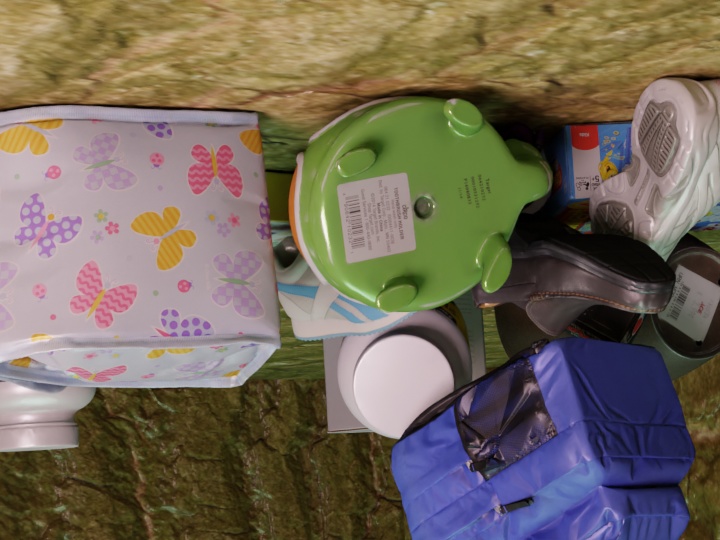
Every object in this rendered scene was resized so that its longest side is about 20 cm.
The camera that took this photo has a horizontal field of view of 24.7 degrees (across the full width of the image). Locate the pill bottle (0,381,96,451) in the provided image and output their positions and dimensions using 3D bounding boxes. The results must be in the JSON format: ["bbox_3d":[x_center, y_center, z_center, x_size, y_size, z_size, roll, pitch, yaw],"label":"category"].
[{"bbox_3d":[-0.286,0.052,1.419,0.111,0.203,0.112,-3,172,0],"label":"pill bottle"}]

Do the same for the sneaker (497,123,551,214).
[{"bbox_3d":[0.041,-0.074,1.208,0.197,0.075,0.088,-10,154,3],"label":"sneaker"}]

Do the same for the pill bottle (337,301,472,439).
[{"bbox_3d":[0.037,0.075,1.363,0.110,0.114,0.200,-4,-172,2],"label":"pill bottle"}]

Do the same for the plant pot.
[{"bbox_3d":[0.242,0.029,1.449,0.184,0.190,0.200,-1,180,-20],"label":"plant pot"}]

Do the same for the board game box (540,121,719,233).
[{"bbox_3d":[0.238,-0.071,1.293,0.193,0.057,0.200,-3,173,-4],"label":"board game box"}]

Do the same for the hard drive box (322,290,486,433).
[{"bbox_3d":[0.041,0.050,1.562,0.155,0.203,0.076,5,169,-45],"label":"hard drive box"}]

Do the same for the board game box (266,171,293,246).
[{"bbox_3d":[-0.100,-0.048,1.368,0.198,0.041,0.152,2,171,-37],"label":"board game box"}]

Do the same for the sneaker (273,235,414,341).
[{"bbox_3d":[0.000,0.000,1.279,0.199,0.081,0.076,-14,-161,45],"label":"sneaker"}]

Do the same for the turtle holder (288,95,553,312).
[{"bbox_3d":[0.035,-0.058,1.093,0.185,0.141,0.131,-42,-159,-14],"label":"turtle holder"}]

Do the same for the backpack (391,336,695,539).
[{"bbox_3d":[0.123,0.154,1.199,0.199,0.170,0.161,-32,149,35],"label":"backpack"}]

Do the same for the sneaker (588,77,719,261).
[{"bbox_3d":[0.225,-0.056,1.137,0.098,0.079,0.201,-11,150,-21],"label":"sneaker"}]

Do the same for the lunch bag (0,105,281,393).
[{"bbox_3d":[-0.164,-0.013,1.079,0.198,0.172,0.127,0,161,-25],"label":"lunch bag"}]

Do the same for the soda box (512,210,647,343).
[{"bbox_3d":[0.131,-0.009,1.281,0.198,0.064,0.071,29,171,17],"label":"soda box"}]

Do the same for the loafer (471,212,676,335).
[{"bbox_3d":[0.142,0.009,1.128,0.072,0.073,0.199,-1,-168,-28],"label":"loafer"}]
